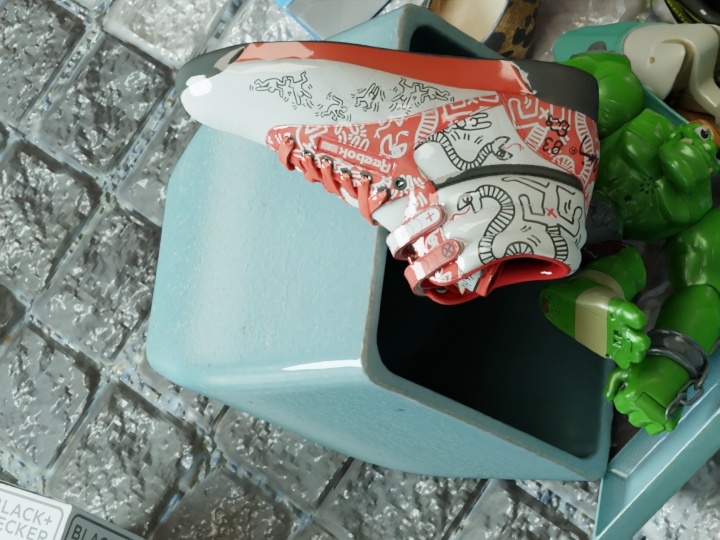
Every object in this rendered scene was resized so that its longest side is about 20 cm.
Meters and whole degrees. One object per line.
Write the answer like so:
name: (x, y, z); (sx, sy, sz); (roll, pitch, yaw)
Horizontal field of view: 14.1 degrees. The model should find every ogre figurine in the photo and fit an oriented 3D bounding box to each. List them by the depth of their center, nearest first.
ogre figurine: (0.123, -0.032, 1.449); (0.200, 0.098, 0.120); (44, 55, 10)

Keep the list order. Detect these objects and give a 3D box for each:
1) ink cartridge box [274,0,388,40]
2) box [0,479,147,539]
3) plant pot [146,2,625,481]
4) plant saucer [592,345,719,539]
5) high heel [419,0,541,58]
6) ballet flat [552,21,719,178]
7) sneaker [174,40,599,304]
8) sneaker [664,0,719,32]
ink cartridge box: (-0.043, -0.237, 1.713); (0.116, 0.067, 0.200); (-46, 55, 7)
box: (-0.181, 0.225, 1.574); (0.060, 0.117, 0.200); (13, 76, 34)
plant pot: (0.000, 0.000, 1.522); (0.200, 0.196, 0.196); (-9, 66, 40)
plant saucer: (0.183, 0.057, 1.434); (0.200, 0.019, 0.070); (-49, 11, 28)
high heel: (0.057, -0.172, 1.581); (0.200, 0.143, 0.071); (-40, 56, 11)
ballet flat: (0.186, -0.087, 1.495); (0.200, 0.071, 0.067); (38, 51, 24)
sneaker: (0.010, -0.044, 1.356); (0.201, 0.067, 0.108); (3, 75, 2)
sneaker: (0.234, -0.125, 1.493); (0.200, 0.085, 0.075); (15, 79, 34)
